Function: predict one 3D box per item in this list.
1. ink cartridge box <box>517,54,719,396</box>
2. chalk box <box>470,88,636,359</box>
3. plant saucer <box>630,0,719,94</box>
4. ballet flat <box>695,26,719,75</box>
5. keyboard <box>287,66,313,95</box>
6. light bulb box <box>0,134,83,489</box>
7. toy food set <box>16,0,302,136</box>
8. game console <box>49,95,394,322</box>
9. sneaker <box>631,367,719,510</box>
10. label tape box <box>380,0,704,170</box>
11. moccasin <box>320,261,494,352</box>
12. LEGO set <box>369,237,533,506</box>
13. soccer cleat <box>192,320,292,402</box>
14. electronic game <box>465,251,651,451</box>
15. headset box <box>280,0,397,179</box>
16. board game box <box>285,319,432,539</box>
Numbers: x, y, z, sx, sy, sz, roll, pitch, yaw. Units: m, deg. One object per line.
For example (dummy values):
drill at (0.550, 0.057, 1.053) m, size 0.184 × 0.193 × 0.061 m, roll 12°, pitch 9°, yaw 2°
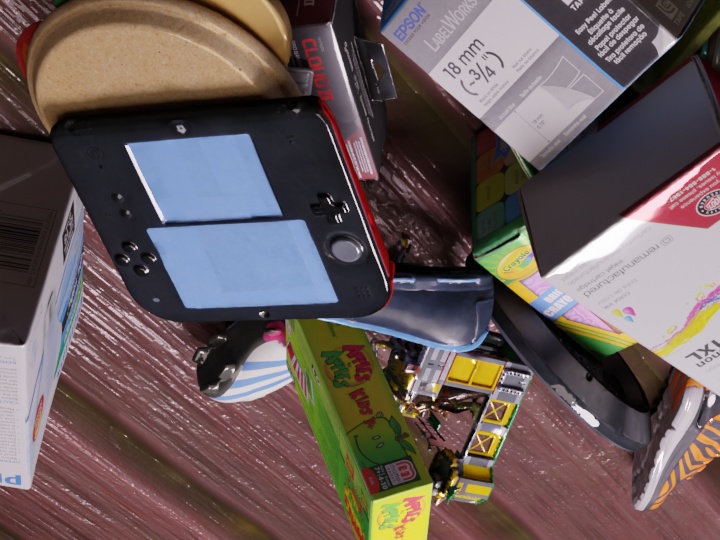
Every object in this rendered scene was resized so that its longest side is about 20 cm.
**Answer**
ink cartridge box at (0.222, -0.020, 0.948) m, size 0.199 × 0.083 × 0.145 m, roll 31°, pitch 125°, yaw -34°
chalk box at (0.158, -0.051, 1.079) m, size 0.124 × 0.126 × 0.200 m, roll -29°, pitch 128°, yaw 33°
plant saucer at (0.153, -0.231, 0.876) m, size 0.199 × 0.048 × 0.200 m, roll 38°, pitch 140°, yaw 0°
ballet flat at (0.243, -0.120, 0.990) m, size 0.063 × 0.068 × 0.200 m, roll 11°, pitch 169°, yaw 7°
keyboard at (-0.070, -0.071, 1.050) m, size 0.056 × 0.011 × 0.201 m, roll 8°, pitch 142°, yaw -3°
light bulb box at (-0.295, 0.031, 1.172) m, size 0.124 × 0.199 × 0.201 m, roll 10°, pitch 141°, yaw -3°
toy food set at (-0.126, -0.111, 0.969) m, size 0.196 × 0.049 × 0.201 m, roll 1°, pitch 139°, yaw 19°
game console at (-0.086, -0.034, 0.981) m, size 0.198 × 0.031 × 0.178 m, roll -3°, pitch 137°, yaw 22°
sneaker at (0.315, 0.160, 1.348) m, size 0.111 × 0.078 × 0.201 m, roll 10°, pitch 140°, yaw -4°
label tape box at (0.081, -0.175, 0.894) m, size 0.200 × 0.063 × 0.144 m, roll 41°, pitch 139°, yaw -4°
moccasin at (0.000, 0.000, 1.086) m, size 0.198 × 0.081 × 0.069 m, roll 13°, pitch 106°, yaw -4°
LEGO set at (0.039, 0.085, 1.187) m, size 0.115 × 0.200 × 0.155 m, roll 13°, pitch 118°, yaw -27°
soccer cleat at (-0.062, 0.050, 1.283) m, size 0.086 × 0.070 × 0.200 m, roll 10°, pitch 144°, yaw -42°
electronic game at (0.153, 0.059, 1.161) m, size 0.042 × 0.201 × 0.200 m, roll -43°, pitch 124°, yaw 15°
headset box at (-0.075, -0.132, 1.046) m, size 0.198 × 0.078 × 0.149 m, roll -3°, pitch 140°, yaw 13°
board game box at (-0.005, 0.113, 1.142) m, size 0.047 × 0.201 × 0.102 m, roll -15°, pitch 142°, yaw -13°
